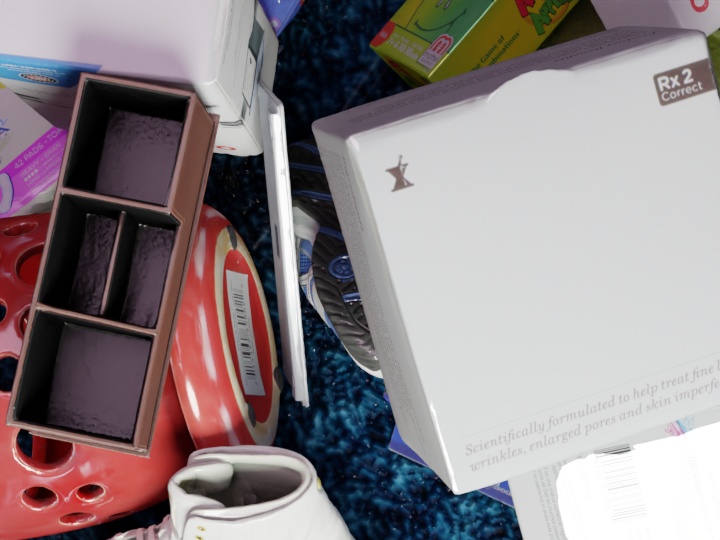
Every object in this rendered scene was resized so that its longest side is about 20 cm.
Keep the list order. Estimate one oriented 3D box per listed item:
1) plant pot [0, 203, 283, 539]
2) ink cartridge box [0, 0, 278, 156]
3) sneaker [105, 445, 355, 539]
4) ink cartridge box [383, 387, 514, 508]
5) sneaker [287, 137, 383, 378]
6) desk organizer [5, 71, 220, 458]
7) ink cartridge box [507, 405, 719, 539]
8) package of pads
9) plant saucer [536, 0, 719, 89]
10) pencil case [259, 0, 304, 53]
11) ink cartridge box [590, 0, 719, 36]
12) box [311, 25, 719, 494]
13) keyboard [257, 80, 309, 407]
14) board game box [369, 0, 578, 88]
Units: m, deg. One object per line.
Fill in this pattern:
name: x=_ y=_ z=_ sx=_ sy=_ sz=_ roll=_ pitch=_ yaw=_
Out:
plant pot: x=-0.155 y=0.056 z=1.176 sx=0.182 sy=0.200 sz=0.201 roll=-11 pitch=72 yaw=11
ink cartridge box: x=-0.137 y=-0.136 z=1.157 sx=0.146 sy=0.200 sz=0.086 roll=7 pitch=84 yaw=6
sneaker: x=-0.109 y=0.153 z=1.113 sx=0.199 sy=0.116 sz=0.074 roll=-12 pitch=46 yaw=8
ink cartridge box: x=0.079 y=0.039 z=1.157 sx=0.099 sy=0.039 sz=0.201 roll=21 pitch=103 yaw=24
sneaker: x=0.000 y=0.000 z=1.177 sx=0.075 sy=0.077 sz=0.200 roll=-13 pitch=42 yaw=-8
desk organizer: x=-0.136 y=-0.003 z=1.049 sx=0.071 sy=0.077 sz=0.201 roll=11 pitch=84 yaw=4
ink cartridge box: x=0.196 y=0.134 z=1.078 sx=0.199 sy=0.088 sz=0.146 roll=-13 pitch=100 yaw=15
package of pads: x=-0.208 y=-0.128 z=1.312 sx=0.200 sy=0.068 sz=0.155 roll=-39 pitch=69 yaw=2
plant saucer: x=0.177 y=-0.059 z=1.186 sx=0.200 sy=0.048 sz=0.200 roll=31 pitch=86 yaw=23
pencil case: x=-0.122 y=-0.226 z=1.267 sx=0.199 sy=0.087 sz=0.078 roll=28 pitch=81 yaw=-13
ink cartridge box: x=0.219 y=-0.242 z=1.141 sx=0.200 sy=0.083 sz=0.146 roll=-36 pitch=104 yaw=-15
box: x=0.100 y=-0.013 z=1.033 sx=0.198 sy=0.131 sz=0.201 roll=-17 pitch=100 yaw=-7
keyboard: x=-0.048 y=-0.015 z=1.183 sx=0.011 sy=0.056 sz=0.201 roll=-7 pitch=112 yaw=-8
board game box: x=0.103 y=-0.196 z=1.220 sx=0.200 sy=0.048 sz=0.102 roll=-49 pitch=28 yaw=0
